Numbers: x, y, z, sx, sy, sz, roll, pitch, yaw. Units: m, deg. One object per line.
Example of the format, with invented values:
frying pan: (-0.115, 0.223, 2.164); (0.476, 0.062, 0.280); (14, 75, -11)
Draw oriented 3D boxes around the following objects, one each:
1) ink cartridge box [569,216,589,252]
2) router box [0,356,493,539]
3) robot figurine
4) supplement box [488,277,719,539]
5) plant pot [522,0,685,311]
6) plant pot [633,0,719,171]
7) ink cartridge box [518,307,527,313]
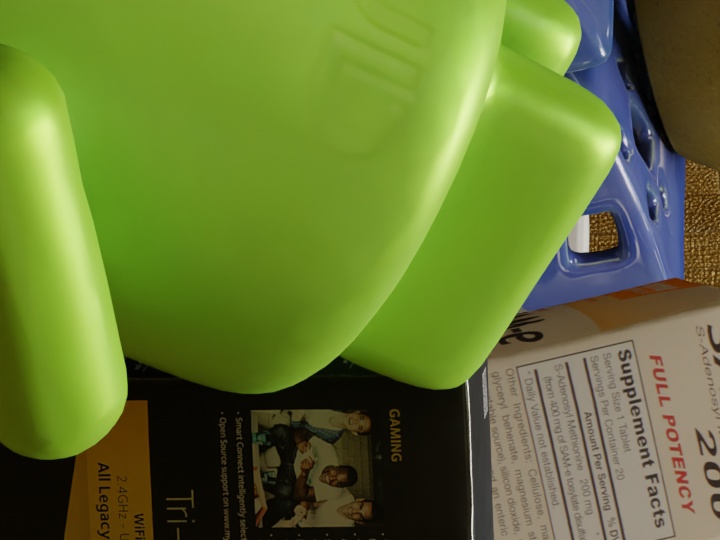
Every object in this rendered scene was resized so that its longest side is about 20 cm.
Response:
ink cartridge box: (0.053, 0.039, 1.303); (0.085, 0.145, 0.201); (82, 11, -47)
router box: (-0.047, 0.116, 0.522); (0.052, 0.156, 0.202); (-45, 133, -79)
robot figurine: (-0.053, -0.050, 0.443); (0.116, 0.199, 0.176); (-56, -156, 28)
supplement box: (0.024, 0.060, 0.746); (0.126, 0.198, 0.074); (-138, -145, -87)
plant pot: (0.035, -0.090, 1.043); (0.201, 0.198, 0.180); (-84, 163, -44)
plant pot: (0.197, -0.112, 1.019); (0.200, 0.141, 0.202); (-12, 90, -74)
ink cartridge box: (0.007, 0.119, 0.899); (0.083, 0.144, 0.202); (25, -56, 55)
